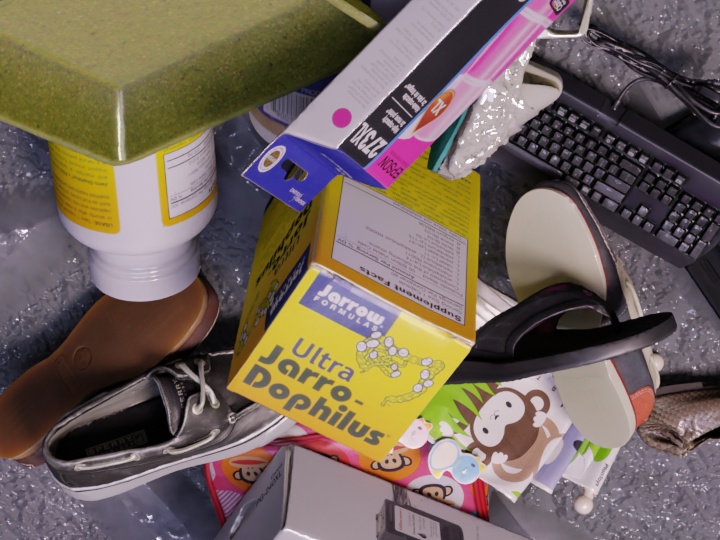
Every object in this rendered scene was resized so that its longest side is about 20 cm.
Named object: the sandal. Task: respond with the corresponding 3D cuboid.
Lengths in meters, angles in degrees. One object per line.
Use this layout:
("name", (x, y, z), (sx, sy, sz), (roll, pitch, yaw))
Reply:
("sandal", (0.098, 0.038, 1.091), (0.200, 0.075, 0.048), (-9, 100, 33))

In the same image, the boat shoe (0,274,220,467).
("boat shoe", (-0.174, 0.068, 1.232), (0.200, 0.070, 0.070), (-35, 152, 17))

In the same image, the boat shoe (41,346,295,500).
("boat shoe", (-0.117, 0.094, 1.175), (0.200, 0.071, 0.064), (-25, 155, -9))

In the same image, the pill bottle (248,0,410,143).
("pill bottle", (-0.005, -0.173, 1.010), (0.120, 0.120, 0.200), (5, 125, 2))

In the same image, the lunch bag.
("lunch bag", (-0.006, 0.155, 1.269), (0.200, 0.082, 0.176), (-5, 129, 8))

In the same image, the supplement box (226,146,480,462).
("supplement box", (0.000, 0.000, 1.082), (0.109, 0.200, 0.110), (27, 123, -13))

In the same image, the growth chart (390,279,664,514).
("growth chart", (0.097, 0.083, 1.191), (0.200, 0.145, 0.018), (26, 167, -12))

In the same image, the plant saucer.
("plant saucer", (-0.114, -0.133, 0.913), (0.200, 0.048, 0.200), (-21, 158, 26))

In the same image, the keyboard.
("keyboard", (0.151, -0.090, 1.085), (0.200, 0.021, 0.127), (30, 124, 2))

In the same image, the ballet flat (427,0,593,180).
("ballet flat", (0.099, -0.137, 1.035), (0.072, 0.072, 0.200), (16, 110, -6))

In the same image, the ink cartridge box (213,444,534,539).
("ink cartridge box", (0.004, 0.223, 1.218), (0.200, 0.083, 0.145), (23, 128, -15))

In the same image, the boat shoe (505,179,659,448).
("boat shoe", (0.150, 0.022, 1.141), (0.071, 0.063, 0.200), (4, 127, 40))

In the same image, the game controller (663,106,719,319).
("game controller", (0.260, -0.024, 1.147), (0.104, 0.042, 0.200), (-34, 117, 9))

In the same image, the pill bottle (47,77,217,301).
("pill bottle", (-0.144, -0.082, 1.096), (0.104, 0.104, 0.200), (2, 125, 4))

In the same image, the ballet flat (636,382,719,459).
("ballet flat", (0.289, 0.095, 1.205), (0.200, 0.046, 0.067), (-11, 148, 14))

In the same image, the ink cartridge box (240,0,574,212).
("ink cartridge box", (0.029, -0.103, 0.954), (0.200, 0.095, 0.037), (-43, 70, 6))
